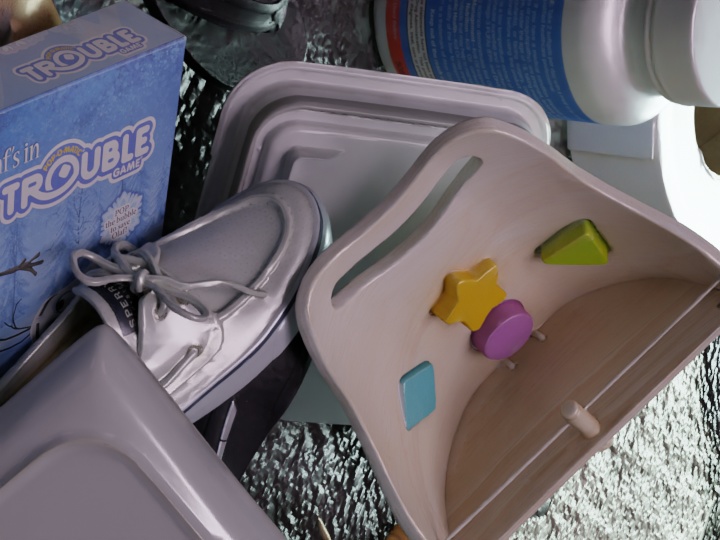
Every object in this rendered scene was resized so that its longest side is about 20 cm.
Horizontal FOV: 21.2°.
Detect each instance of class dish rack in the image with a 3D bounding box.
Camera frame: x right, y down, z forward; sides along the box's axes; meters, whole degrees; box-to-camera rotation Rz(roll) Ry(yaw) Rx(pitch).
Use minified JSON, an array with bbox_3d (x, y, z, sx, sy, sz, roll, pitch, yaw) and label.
[{"bbox_3d":[0.000,0.000,0.951,0.170,0.044,0.201,5,124,-21],"label":"dish rack"}]

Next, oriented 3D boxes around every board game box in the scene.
[{"bbox_3d":[-0.164,0.008,0.808,0.199,0.043,0.200,-30,141,-44],"label":"board game box"}]

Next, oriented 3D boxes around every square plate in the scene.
[{"bbox_3d":[-0.115,0.160,0.780,0.198,0.028,0.200,-39,98,1],"label":"square plate"}]

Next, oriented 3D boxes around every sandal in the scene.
[{"bbox_3d":[-0.077,-0.156,0.925,0.076,0.048,0.201,-60,137,-22],"label":"sandal"}]

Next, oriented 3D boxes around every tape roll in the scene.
[{"bbox_3d":[0.220,-0.116,1.280,0.202,0.070,0.204,-16,111,-48],"label":"tape roll"}]

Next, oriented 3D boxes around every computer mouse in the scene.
[{"bbox_3d":[-0.073,0.094,0.875,0.046,0.141,0.201,17,115,-37],"label":"computer mouse"}]

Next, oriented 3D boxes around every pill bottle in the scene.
[{"bbox_3d":[0.114,-0.137,1.043,0.112,0.199,0.113,-15,110,-47],"label":"pill bottle"}]

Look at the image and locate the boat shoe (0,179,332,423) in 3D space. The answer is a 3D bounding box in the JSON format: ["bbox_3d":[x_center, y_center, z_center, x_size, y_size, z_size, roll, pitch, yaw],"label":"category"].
[{"bbox_3d":[-0.097,0.021,0.819,0.202,0.075,0.086,-41,148,-11],"label":"boat shoe"}]

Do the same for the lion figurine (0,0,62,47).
[{"bbox_3d":[-0.158,-0.134,0.829,0.122,0.072,0.202,-32,136,-51],"label":"lion figurine"}]

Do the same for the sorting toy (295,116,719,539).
[{"bbox_3d":[0.057,0.018,0.884,0.200,0.107,0.180,-44,134,2],"label":"sorting toy"}]

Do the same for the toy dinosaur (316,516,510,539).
[{"bbox_3d":[0.032,0.172,1.142,0.199,0.060,0.107,-20,89,-53],"label":"toy dinosaur"}]
